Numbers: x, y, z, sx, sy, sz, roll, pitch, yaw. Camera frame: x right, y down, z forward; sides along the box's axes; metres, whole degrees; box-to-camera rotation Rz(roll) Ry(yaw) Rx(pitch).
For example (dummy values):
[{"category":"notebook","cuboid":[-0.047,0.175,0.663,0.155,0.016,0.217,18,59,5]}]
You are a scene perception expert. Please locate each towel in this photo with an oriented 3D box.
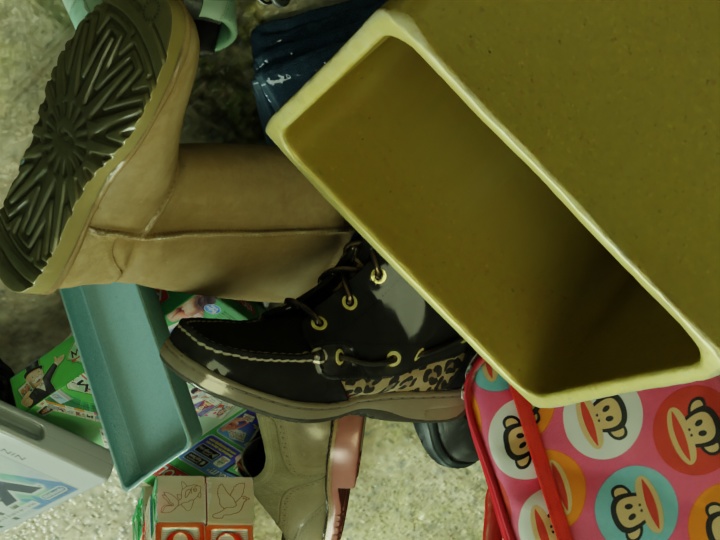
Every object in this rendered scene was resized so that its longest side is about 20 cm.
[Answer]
[{"category":"towel","cuboid":[0.008,-0.059,0.936,0.111,0.049,0.201,-17,126,-2]}]

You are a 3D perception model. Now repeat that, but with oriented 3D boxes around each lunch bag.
[{"category":"lunch bag","cuboid":[0.137,0.116,0.835,0.175,0.202,0.082,-26,160,27]}]

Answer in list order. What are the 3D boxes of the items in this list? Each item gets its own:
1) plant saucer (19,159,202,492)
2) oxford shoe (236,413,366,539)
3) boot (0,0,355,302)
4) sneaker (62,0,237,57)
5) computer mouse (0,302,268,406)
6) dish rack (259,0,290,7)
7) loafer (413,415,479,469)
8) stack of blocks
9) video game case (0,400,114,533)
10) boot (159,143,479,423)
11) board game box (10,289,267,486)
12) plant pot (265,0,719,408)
[{"category":"plant saucer","cuboid":[-0.135,0.014,0.873,0.019,0.201,0.070,-4,157,-43]},{"category":"oxford shoe","cuboid":[-0.041,0.126,1.014,0.074,0.071,0.201,9,140,-2]},{"category":"boot","cuboid":[-0.071,-0.056,0.810,0.199,0.066,0.176,1,134,-48]},{"category":"sneaker","cuboid":[-0.154,-0.147,0.787,0.198,0.119,0.074,-5,157,-11]},{"category":"computer mouse","cuboid":[-0.146,0.045,0.972,0.199,0.044,0.110,-29,143,4]},{"category":"dish rack","cuboid":[-0.068,-0.237,0.738,0.054,0.154,0.201,-5,128,20]},{"category":"loafer","cuboid":[0.057,0.066,0.994,0.072,0.073,0.200,-27,150,8]},{"category":"stack of blocks","cuboid":[-0.108,0.192,0.996,0.058,0.116,0.200,2,150,-12]},{"category":"video game case","cuboid":[-0.270,0.107,0.946,0.182,0.022,0.199,30,143,-28]},{"category":"boot","cuboid":[0.000,0.000,0.833,0.199,0.073,0.152,9,108,-37]},{"category":"board game box","cuboid":[-0.098,0.076,0.978,0.134,0.029,0.200,-33,144,11]},{"category":"plant pot","cuboid":[0.109,-0.084,0.727,0.195,0.194,0.200,44,71,-7]}]
